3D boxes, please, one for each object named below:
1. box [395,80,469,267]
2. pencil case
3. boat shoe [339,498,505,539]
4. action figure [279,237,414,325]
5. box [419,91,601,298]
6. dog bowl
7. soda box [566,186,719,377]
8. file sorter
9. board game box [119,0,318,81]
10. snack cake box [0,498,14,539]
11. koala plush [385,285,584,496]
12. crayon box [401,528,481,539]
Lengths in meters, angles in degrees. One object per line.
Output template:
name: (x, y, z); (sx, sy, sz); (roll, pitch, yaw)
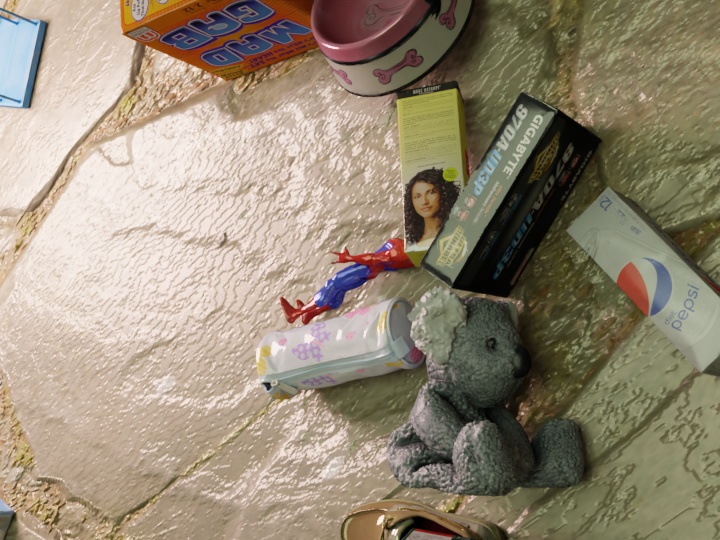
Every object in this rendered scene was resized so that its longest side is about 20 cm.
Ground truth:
box: (0.084, -0.108, 1.219); (0.075, 0.050, 0.201); (-9, 67, 15)
pencil case: (-0.024, 0.091, 1.256); (0.199, 0.091, 0.083); (-17, 94, 29)
boat shoe: (0.055, 0.286, 1.184); (0.199, 0.066, 0.074); (-4, 79, 33)
action figure: (0.000, 0.000, 1.270); (0.200, 0.065, 0.052); (-27, 69, 21)
box: (0.156, -0.071, 1.123); (0.046, 0.159, 0.200); (35, 101, 26)
dog bowl: (0.029, -0.303, 1.268); (0.200, 0.074, 0.201); (-20, 52, 28)
soda box: (0.295, 0.010, 1.071); (0.063, 0.068, 0.200); (-48, 60, 18)
file sorter: (-0.613, -0.339, 1.712); (0.199, 0.123, 0.139); (10, 88, 34)
board game box: (-0.161, -0.384, 1.368); (0.199, 0.200, 0.201); (-13, 75, 31)
snack cake box: (-0.613, 0.330, 1.597); (0.200, 0.115, 0.067); (26, 96, 34)
koala plush: (0.111, 0.119, 1.119); (0.183, 0.177, 0.201); (-6, 82, 43)
crayon box: (0.136, 0.356, 1.082); (0.199, 0.058, 0.173); (2, 111, 34)
